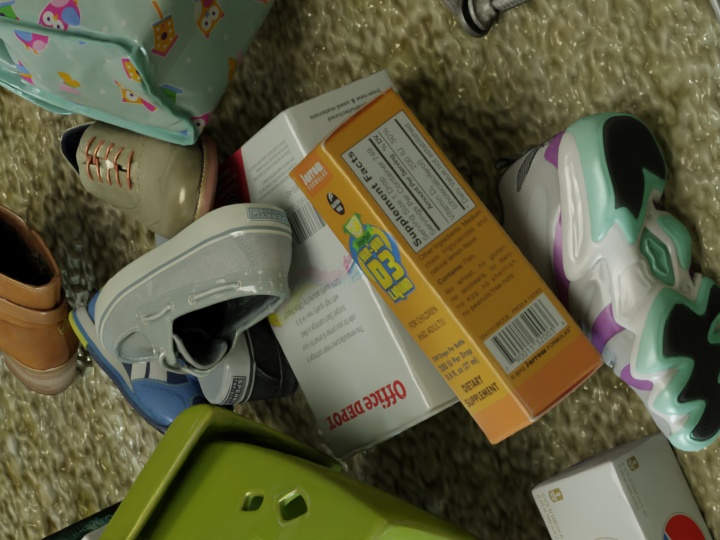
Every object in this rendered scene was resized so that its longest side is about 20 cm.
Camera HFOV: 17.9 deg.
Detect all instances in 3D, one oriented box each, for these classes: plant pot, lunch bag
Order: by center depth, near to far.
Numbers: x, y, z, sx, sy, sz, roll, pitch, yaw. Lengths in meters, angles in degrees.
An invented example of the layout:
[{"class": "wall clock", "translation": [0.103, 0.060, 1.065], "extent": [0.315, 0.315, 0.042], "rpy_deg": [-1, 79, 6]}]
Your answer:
[{"class": "plant pot", "translation": [-0.052, 0.201, 1.382], "extent": [0.181, 0.199, 0.201], "rpy_deg": [33, 92, 32]}, {"class": "lunch bag", "translation": [-0.159, -0.187, 1.441], "extent": [0.199, 0.171, 0.122], "rpy_deg": [14, 158, 34]}]

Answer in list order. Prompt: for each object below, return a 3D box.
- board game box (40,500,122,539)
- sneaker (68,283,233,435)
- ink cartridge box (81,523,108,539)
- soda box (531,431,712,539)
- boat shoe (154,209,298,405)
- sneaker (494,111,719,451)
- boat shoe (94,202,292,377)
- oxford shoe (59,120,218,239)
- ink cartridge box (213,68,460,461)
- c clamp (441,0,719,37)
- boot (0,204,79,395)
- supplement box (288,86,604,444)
[{"class": "board game box", "translation": [-0.228, 0.277, 1.685], "extent": [0.028, 0.135, 0.201], "rpy_deg": [31, 122, 28]}, {"class": "sneaker", "translation": [-0.121, 0.063, 1.541], "extent": [0.082, 0.074, 0.200], "rpy_deg": [-43, 53, 0]}, {"class": "ink cartridge box", "translation": [-0.101, 0.253, 1.563], "extent": [0.200, 0.145, 0.084], "rpy_deg": [51, 131, 14]}, {"class": "soda box", "translation": [0.182, 0.203, 1.368], "extent": [0.068, 0.064, 0.201], "rpy_deg": [-25, 88, 41]}, {"class": "boat shoe", "translation": [-0.086, -0.004, 1.517], "extent": [0.074, 0.068, 0.200], "rpy_deg": [-59, 41, 46]}, {"class": "sneaker", "translation": [0.135, 0.016, 1.345], "extent": [0.140, 0.078, 0.201], "rpy_deg": [-18, 89, 47]}, {"class": "boat shoe", "translation": [-0.106, 0.027, 1.413], "extent": [0.201, 0.070, 0.072], "rpy_deg": [-36, 54, 49]}, {"class": "oxford shoe", "translation": [-0.143, -0.059, 1.462], "extent": [0.200, 0.073, 0.071], "rpy_deg": [-161, 81, -67]}, {"class": "ink cartridge box", "translation": [0.000, 0.000, 1.413], "extent": [0.201, 0.083, 0.146], "rpy_deg": [64, 151, 3]}, {"class": "c clamp", "translation": [0.107, -0.193, 1.322], "extent": [0.199, 0.027, 0.172], "rpy_deg": [-12, 96, 41]}, {"class": "boot", "translation": [-0.283, -0.002, 1.636], "extent": [0.200, 0.077, 0.156], "rpy_deg": [39, 155, 18]}, {"class": "supplement box", "translation": [0.047, -0.002, 1.310], "extent": [0.200, 0.069, 0.067], "rpy_deg": [54, 155, 2]}]
